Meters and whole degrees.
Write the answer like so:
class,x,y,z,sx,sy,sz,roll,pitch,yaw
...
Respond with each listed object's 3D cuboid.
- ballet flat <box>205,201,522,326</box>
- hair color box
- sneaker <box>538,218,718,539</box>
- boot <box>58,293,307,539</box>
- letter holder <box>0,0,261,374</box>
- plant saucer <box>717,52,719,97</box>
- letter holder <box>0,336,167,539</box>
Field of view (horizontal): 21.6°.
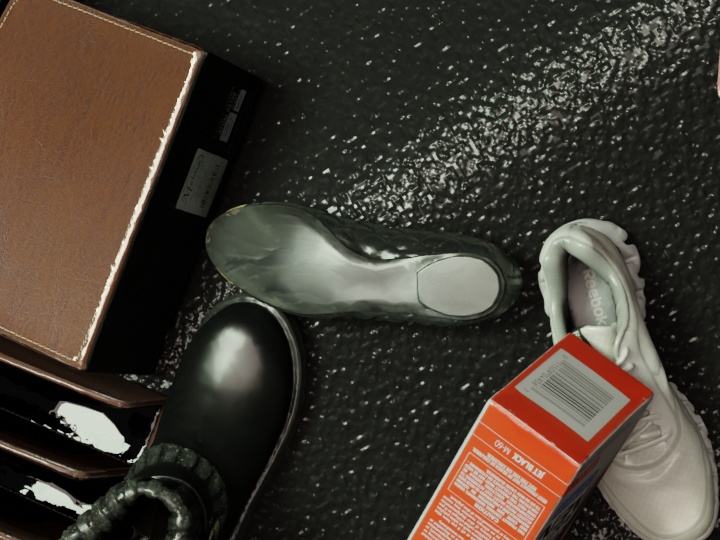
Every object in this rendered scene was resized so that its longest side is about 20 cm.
class,x,y,z,sx,sy,sz,roll,pitch,yaw
ballet flat,0.000,0.000,1.137,0.199,0.057,0.067,11,93,18
hair color box,0.074,0.142,1.040,0.064,0.111,0.200,37,122,14
sneaker,0.147,0.066,1.078,0.075,0.081,0.200,-23,82,11
boot,-0.103,0.113,1.103,0.079,0.158,0.212,16,90,15
letter holder,-0.172,-0.055,1.157,0.142,0.101,0.200,22,92,18
plant saucer,0.311,-0.186,1.070,0.199,0.037,0.200,4,87,15
letter holder,-0.242,0.090,1.151,0.200,0.142,0.101,21,92,16
